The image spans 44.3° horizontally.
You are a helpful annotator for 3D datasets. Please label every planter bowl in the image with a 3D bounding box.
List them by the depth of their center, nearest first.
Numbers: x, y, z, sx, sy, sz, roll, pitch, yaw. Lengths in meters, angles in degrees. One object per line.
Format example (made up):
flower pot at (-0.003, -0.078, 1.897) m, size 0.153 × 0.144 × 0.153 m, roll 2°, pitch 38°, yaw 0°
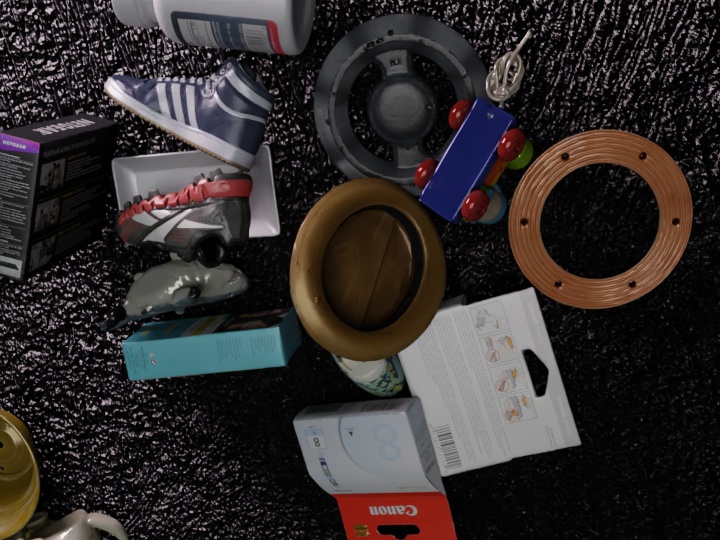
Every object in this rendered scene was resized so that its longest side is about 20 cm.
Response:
planter bowl at (-0.494, 0.245, 1.165) m, size 0.198 × 0.084 × 0.203 m, roll 2°, pitch 106°, yaw 9°

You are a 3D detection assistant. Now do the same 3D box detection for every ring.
ring at (0.261, -0.055, 0.971) m, size 0.198 × 0.019 × 0.203 m, roll 1°, pitch 108°, yaw 3°

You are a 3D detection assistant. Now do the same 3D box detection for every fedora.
fedora at (0.000, 0.000, 0.986) m, size 0.199 × 0.082 × 0.203 m, roll 2°, pitch 86°, yaw -25°

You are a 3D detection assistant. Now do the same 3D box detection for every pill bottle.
pill bottle at (-0.154, -0.298, 0.937) m, size 0.198 × 0.120 × 0.121 m, roll 8°, pitch 106°, yaw 8°

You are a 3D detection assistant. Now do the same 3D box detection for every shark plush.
shark plush at (-0.233, 0.043, 1.068) m, size 0.199 × 0.083 × 0.091 m, roll -34°, pitch 55°, yaw 14°

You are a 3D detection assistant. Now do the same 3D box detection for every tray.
tray at (-0.194, -0.089, 1.052) m, size 0.198 × 0.022 × 0.109 m, roll -3°, pitch 105°, yaw 11°

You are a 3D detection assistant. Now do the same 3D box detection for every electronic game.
electronic game at (0.046, -0.178, 0.972) m, size 0.198 × 0.042 × 0.202 m, roll 2°, pitch 112°, yaw 5°

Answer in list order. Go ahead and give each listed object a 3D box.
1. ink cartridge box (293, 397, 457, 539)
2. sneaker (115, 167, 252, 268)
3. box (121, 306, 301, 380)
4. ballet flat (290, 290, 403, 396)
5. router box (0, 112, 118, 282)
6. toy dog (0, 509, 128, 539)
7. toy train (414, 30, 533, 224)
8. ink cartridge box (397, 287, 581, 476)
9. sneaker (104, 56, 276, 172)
ink cartridge box at (0.018, 0.257, 1.074) m, size 0.159 × 0.047 × 0.202 m, roll -9°, pitch 102°, yaw 29°
sneaker at (-0.198, -0.045, 0.989) m, size 0.199 × 0.071 × 0.099 m, roll -13°, pitch 86°, yaw 33°
box at (-0.177, 0.088, 1.065) m, size 0.198 × 0.082 × 0.050 m, roll -7°, pitch 103°, yaw 12°
ballet flat at (-0.020, 0.076, 1.041) m, size 0.074 × 0.074 × 0.201 m, roll -35°, pitch 97°, yaw 17°
router box at (-0.339, -0.088, 0.985) m, size 0.051 × 0.200 × 0.151 m, roll 15°, pitch 106°, yaw 3°
toy dog at (-0.397, 0.431, 1.187) m, size 0.192 × 0.139 × 0.202 m, roll -18°, pitch 102°, yaw -23°
toy train at (0.151, -0.141, 0.932) m, size 0.084 × 0.115 × 0.201 m, roll 37°, pitch 103°, yaw 30°
ink cartridge box at (0.146, 0.127, 1.036) m, size 0.175 × 0.045 × 0.202 m, roll -16°, pitch 102°, yaw 15°
sneaker at (-0.187, -0.202, 0.997) m, size 0.199 × 0.070 × 0.109 m, roll 29°, pitch 97°, yaw 12°
